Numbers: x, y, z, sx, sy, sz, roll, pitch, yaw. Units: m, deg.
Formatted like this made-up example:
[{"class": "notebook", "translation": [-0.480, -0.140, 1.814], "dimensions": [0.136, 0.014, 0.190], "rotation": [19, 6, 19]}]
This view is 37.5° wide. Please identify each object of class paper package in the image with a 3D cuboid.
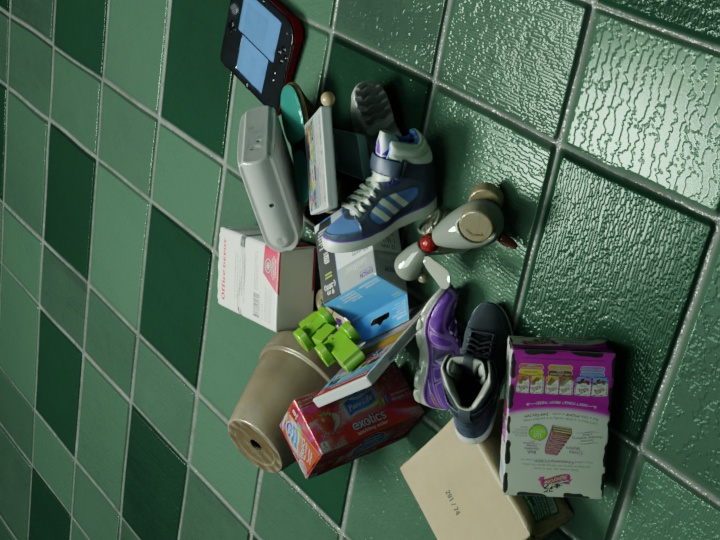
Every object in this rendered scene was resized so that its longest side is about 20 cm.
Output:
[{"class": "paper package", "translation": [0.176, 0.317, 1.532], "dimensions": [0.191, 0.102, 0.202], "rotation": [-51, 59, 43]}]

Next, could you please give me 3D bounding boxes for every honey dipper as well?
[{"class": "honey dipper", "translation": [-0.047, -0.187, 1.668], "dimensions": [0.038, 0.038, 0.203], "rotation": [33, 135, 41]}]

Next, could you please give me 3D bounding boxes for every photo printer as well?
[{"class": "photo printer", "translation": [-0.144, -0.144, 1.747], "dimensions": [0.168, 0.068, 0.202], "rotation": [-94, -10, -49]}]

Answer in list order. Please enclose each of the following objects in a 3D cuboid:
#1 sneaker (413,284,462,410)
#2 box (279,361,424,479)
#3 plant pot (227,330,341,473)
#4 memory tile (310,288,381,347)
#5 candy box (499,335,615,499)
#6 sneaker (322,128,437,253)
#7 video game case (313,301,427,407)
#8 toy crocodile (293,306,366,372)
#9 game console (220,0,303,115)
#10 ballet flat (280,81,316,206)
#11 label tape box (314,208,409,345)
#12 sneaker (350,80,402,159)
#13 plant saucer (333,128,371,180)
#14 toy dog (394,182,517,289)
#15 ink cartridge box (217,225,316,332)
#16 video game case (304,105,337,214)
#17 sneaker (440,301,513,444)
[{"class": "sneaker", "translation": [0.132, 0.114, 1.577], "dimensions": [0.082, 0.080, 0.204], "rotation": [15, 118, 29]}, {"class": "box", "translation": [-0.014, 0.232, 1.657], "dimensions": [0.101, 0.197, 0.096], "rotation": [59, 146, 23]}, {"class": "plant pot", "translation": [-0.124, 0.232, 1.761], "dimensions": [0.198, 0.174, 0.202], "rotation": [27, 141, 24]}, {"class": "memory tile", "translation": [-0.023, 0.068, 1.780], "dimensions": [0.154, 0.017, 0.202], "rotation": [48, 131, 32]}, {"class": "candy box", "translation": [0.254, 0.192, 1.385], "dimensions": [0.061, 0.133, 0.204], "rotation": [-79, -8, -76]}, {"class": "sneaker", "translation": [0.019, -0.127, 1.529], "dimensions": [0.080, 0.197, 0.149], "rotation": [37, 147, 55]}, {"class": "video game case", "translation": [0.025, 0.124, 1.602], "dimensions": [0.018, 0.200, 0.142], "rotation": [52, 140, -8]}, {"class": "toy crocodile", "translation": [-0.046, 0.111, 1.650], "dimensions": [0.062, 0.067, 0.199], "rotation": [56, 166, -29]}, {"class": "game console", "translation": [-0.177, -0.394, 1.846], "dimensions": [0.200, 0.031, 0.179], "rotation": [47, 131, 34]}, {"class": "ballet flat", "translation": [-0.082, -0.208, 1.742], "dimensions": [0.067, 0.071, 0.204], "rotation": [-12, 88, 51]}, {"class": "label tape box", "translation": [0.000, 0.000, 1.660], "dimensions": [0.143, 0.065, 0.204], "rotation": [-30, 59, 47]}, {"class": "sneaker", "translation": [0.033, -0.187, 1.630], "dimensions": [0.082, 0.073, 0.204], "rotation": [164, 93, -78]}, {"class": "plant saucer", "translation": [-0.019, -0.185, 1.648], "dimensions": [0.200, 0.019, 0.071], "rotation": [-143, 42, -72]}, {"class": "toy dog", "translation": [0.144, -0.035, 1.497], "dimensions": [0.096, 0.132, 0.199], "rotation": [45, 148, -10]}, {"class": "ink cartridge box", "translation": [-0.169, 0.010, 1.878], "dimensions": [0.199, 0.083, 0.148], "rotation": [20, 111, 50]}, {"class": "video game case", "translation": [-0.061, -0.162, 1.605], "dimensions": [0.200, 0.018, 0.146], "rotation": [-179, 84, -80]}, {"class": "sneaker", "translation": [0.160, 0.114, 1.431], "dimensions": [0.075, 0.147, 0.206], "rotation": [3, 64, 17]}]
